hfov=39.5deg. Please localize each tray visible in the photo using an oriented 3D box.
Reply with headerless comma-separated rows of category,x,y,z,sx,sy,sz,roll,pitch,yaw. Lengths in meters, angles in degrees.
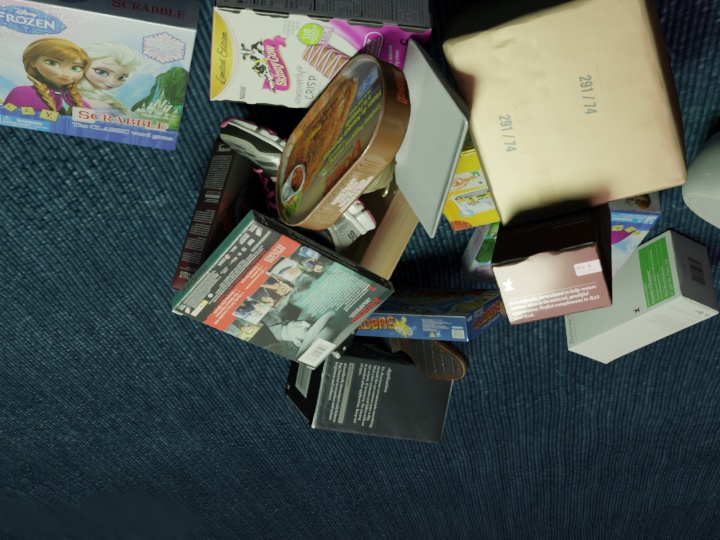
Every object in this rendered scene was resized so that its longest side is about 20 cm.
tray,0.067,-0.125,0.975,0.022,0.107,0.200,-23,156,-18

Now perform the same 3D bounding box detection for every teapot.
teapot,0.455,-0.110,1.082,0.197,0.146,0.200,26,180,-6

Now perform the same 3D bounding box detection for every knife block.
knife block,0.000,0.000,1.204,0.200,0.176,0.064,-27,145,20

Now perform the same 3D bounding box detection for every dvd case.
dvd case,-0.082,0.027,1.090,0.200,0.022,0.146,27,119,-34

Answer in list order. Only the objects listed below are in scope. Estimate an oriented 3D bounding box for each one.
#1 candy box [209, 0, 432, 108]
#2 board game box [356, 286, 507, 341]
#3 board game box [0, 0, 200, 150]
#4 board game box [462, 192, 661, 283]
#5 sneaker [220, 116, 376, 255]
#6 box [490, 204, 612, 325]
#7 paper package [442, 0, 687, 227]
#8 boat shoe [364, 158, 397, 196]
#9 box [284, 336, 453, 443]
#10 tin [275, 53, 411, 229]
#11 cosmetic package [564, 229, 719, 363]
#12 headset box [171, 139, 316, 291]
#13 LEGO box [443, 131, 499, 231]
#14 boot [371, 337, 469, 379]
candy box,-0.042,-0.217,0.961,0.200,0.061,0.136,4,151,-7
board game box,0.087,0.056,1.350,0.200,0.035,0.135,1,-166,34
board game box,-0.272,-0.205,0.999,0.200,0.041,0.200,7,150,-13
board game box,0.249,-0.042,1.282,0.200,0.041,0.200,4,151,-6
sneaker,-0.079,-0.082,1.073,0.200,0.087,0.074,38,180,-19
box,0.194,-0.032,0.993,0.100,0.200,0.075,-12,113,20
paper package,0.192,-0.166,0.933,0.190,0.103,0.200,-13,117,22
boat shoe,0.007,-0.120,1.036,0.063,0.200,0.073,20,103,-19
box,0.009,0.169,1.512,0.200,0.118,0.197,10,-175,-18
tin,-0.019,-0.117,0.953,0.042,0.112,0.200,16,141,-28
cosmetic package,0.381,0.041,1.384,0.085,0.108,0.200,20,144,-32
headset box,-0.116,-0.032,1.144,0.149,0.200,0.075,19,176,-30
LEGO box,0.171,-0.129,1.104,0.200,0.077,0.149,-12,149,20
boot,0.105,0.089,1.413,0.097,0.200,0.075,-24,119,-30
